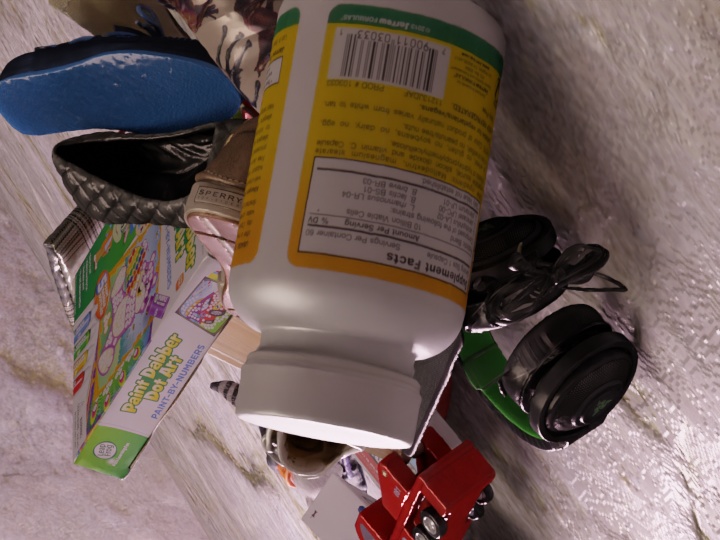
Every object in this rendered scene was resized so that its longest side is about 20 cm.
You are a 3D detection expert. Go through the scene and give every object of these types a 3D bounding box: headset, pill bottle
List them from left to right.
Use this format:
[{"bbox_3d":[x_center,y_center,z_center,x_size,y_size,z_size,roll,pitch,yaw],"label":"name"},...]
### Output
[{"bbox_3d":[0.000,-0.024,0.768,0.113,0.112,0.202,146,135,-75],"label":"pill bottle"},{"bbox_3d":[0.078,0.031,0.834,0.124,0.094,0.200,57,159,10],"label":"headset"}]

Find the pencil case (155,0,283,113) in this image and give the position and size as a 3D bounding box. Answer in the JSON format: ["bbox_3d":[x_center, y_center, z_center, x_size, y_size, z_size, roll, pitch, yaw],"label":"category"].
[{"bbox_3d":[-0.042,-0.123,0.945,0.200,0.078,0.090,50,134,22],"label":"pencil case"}]

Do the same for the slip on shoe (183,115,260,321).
[{"bbox_3d":[-0.046,-0.016,0.898,0.075,0.061,0.200,13,160,17],"label":"slip on shoe"}]

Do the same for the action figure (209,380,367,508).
[{"bbox_3d":[-0.059,0.152,1.499,0.194,0.104,0.201,-124,14,-52],"label":"action figure"}]

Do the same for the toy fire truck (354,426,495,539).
[{"bbox_3d":[0.020,0.115,1.075,0.141,0.049,0.200,49,151,20],"label":"toy fire truck"}]

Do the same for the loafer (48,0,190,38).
[{"bbox_3d":[-0.154,-0.153,1.180,0.200,0.068,0.076,53,176,-36],"label":"loafer"}]

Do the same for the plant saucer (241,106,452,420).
[{"bbox_3d":[0.000,0.000,1.118,0.200,0.037,0.200,47,161,27],"label":"plant saucer"}]

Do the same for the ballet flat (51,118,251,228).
[{"bbox_3d":[-0.123,-0.063,1.026,0.199,0.067,0.057,-6,144,44],"label":"ballet flat"}]

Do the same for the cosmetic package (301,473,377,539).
[{"bbox_3d":[0.059,0.245,1.265,0.150,0.052,0.200,33,-179,-33],"label":"cosmetic package"}]

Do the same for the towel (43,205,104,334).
[{"bbox_3d":[-0.183,-0.014,1.429,0.034,0.193,0.201,21,144,26],"label":"towel"}]

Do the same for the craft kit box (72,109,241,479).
[{"bbox_3d":[-0.137,0.003,1.123,0.048,0.198,0.201,23,-149,-26],"label":"craft kit box"}]

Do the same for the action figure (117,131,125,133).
[{"bbox_3d":[-0.126,-0.077,1.301,0.200,0.099,0.065,52,163,35],"label":"action figure"}]

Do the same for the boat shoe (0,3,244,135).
[{"bbox_3d":[-0.157,-0.136,1.081,0.199,0.069,0.085,5,135,27],"label":"boat shoe"}]

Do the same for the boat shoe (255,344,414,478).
[{"bbox_3d":[-0.030,0.084,0.956,0.071,0.070,0.200,32,162,-15],"label":"boat shoe"}]

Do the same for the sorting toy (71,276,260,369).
[{"bbox_3d":[-0.103,0.021,1.296,0.199,0.107,0.180,28,176,-21],"label":"sorting toy"}]

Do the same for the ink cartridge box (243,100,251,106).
[{"bbox_3d":[-0.099,-0.161,1.137,0.162,0.050,0.201,48,158,39],"label":"ink cartridge box"}]

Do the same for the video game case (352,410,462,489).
[{"bbox_3d":[0.013,0.108,1.190,0.143,0.017,0.200,50,162,17],"label":"video game case"}]

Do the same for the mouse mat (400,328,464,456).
[{"bbox_3d":[-0.005,0.013,0.929,0.161,0.008,0.200,53,161,16],"label":"mouse mat"}]
